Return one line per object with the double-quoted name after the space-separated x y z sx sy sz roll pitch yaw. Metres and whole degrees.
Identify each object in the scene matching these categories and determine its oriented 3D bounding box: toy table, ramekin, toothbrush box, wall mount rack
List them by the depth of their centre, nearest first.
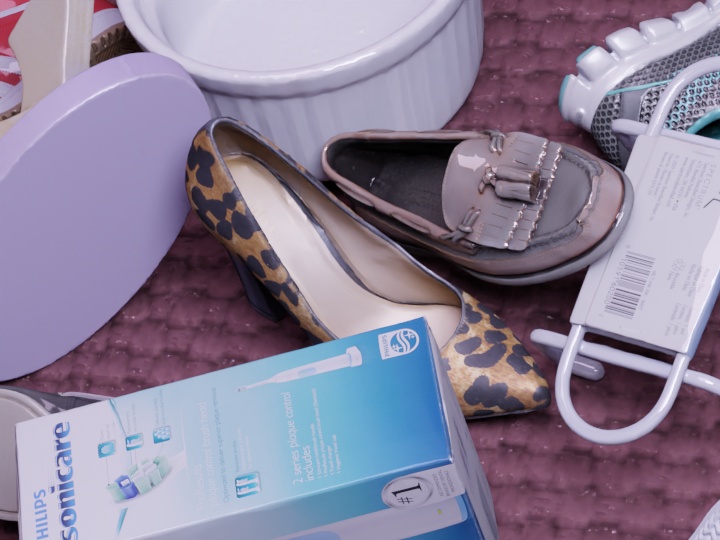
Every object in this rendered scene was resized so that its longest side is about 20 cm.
-0.043 0.118 1.282 0.199 0.147 0.086 -13 50 6 "toothbrush box"
0.181 0.006 1.333 0.173 0.075 0.201 16 78 31 "wall mount rack"
-0.171 -0.054 1.450 0.200 0.184 0.117 -48 51 12 "toy table"
-0.026 -0.141 1.506 0.199 0.098 0.201 -7 48 8 "ramekin"

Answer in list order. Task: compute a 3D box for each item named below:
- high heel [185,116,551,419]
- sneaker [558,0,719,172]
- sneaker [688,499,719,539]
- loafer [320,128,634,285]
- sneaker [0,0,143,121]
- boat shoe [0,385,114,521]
0.000 0.000 1.364 0.199 0.143 0.072 23 62 31 "high heel"
0.206 -0.104 1.441 0.199 0.078 0.091 -31 67 -2 "sneaker"
0.173 0.127 1.179 0.075 0.201 0.115 16 52 14 "sneaker"
0.051 -0.038 1.381 0.200 0.063 0.072 7 70 56 "loafer"
-0.225 -0.100 1.560 0.200 0.071 0.112 -36 55 -22 "sneaker"
-0.133 0.095 1.397 0.199 0.057 0.067 4 86 24 "boat shoe"
